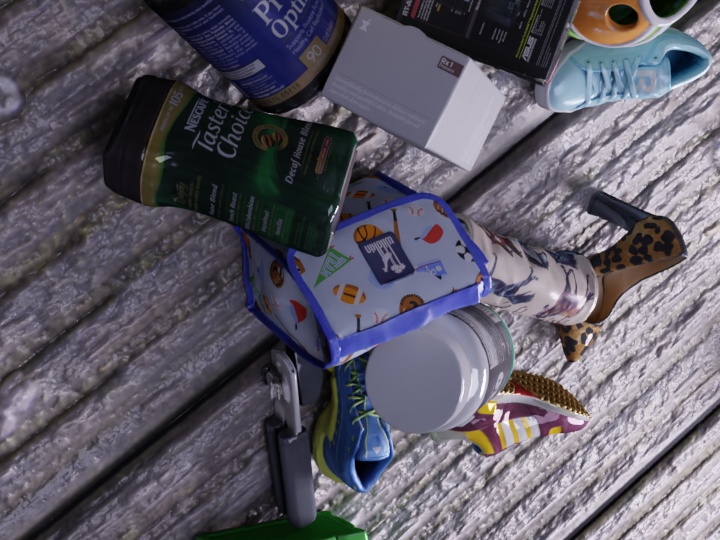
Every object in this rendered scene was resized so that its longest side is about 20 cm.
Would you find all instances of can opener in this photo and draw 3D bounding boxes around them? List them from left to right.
[{"bbox_3d":[-0.063,0.165,1.165,0.066,0.053,0.202,-13,117,-26],"label":"can opener"}]

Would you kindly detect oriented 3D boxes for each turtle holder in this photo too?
[{"bbox_3d":[0.272,-0.292,1.105,0.184,0.132,0.142,-22,120,-20],"label":"turtle holder"}]

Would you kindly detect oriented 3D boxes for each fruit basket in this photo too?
[{"bbox_3d":[-0.083,0.366,1.195,0.213,0.155,0.219,-2,94,-29],"label":"fruit basket"}]

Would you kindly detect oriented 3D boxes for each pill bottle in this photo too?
[{"bbox_3d":[-0.106,-0.228,0.931,0.112,0.112,0.200,-51,127,-2],"label":"pill bottle"},{"bbox_3d":[0.078,0.092,1.122,0.114,0.112,0.200,-69,164,11],"label":"pill bottle"}]

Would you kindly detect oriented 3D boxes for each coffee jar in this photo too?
[{"bbox_3d":[-0.107,-0.088,0.951,0.198,0.105,0.086,16,147,-1],"label":"coffee jar"}]

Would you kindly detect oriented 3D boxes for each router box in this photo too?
[{"bbox_3d":[0.132,-0.283,1.027,0.148,0.062,0.202,22,102,10],"label":"router box"}]

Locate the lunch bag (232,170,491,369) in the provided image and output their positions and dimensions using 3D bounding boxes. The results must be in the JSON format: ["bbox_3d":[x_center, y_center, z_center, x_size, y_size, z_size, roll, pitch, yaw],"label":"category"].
[{"bbox_3d":[0.000,0.000,1.039,0.168,0.200,0.125,-21,120,-20],"label":"lunch bag"}]

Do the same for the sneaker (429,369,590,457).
[{"bbox_3d":[0.165,0.165,1.295,0.198,0.075,0.091,15,111,-28],"label":"sneaker"}]

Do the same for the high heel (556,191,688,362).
[{"bbox_3d":[0.280,0.028,1.251,0.071,0.142,0.202,1,110,-30],"label":"high heel"}]

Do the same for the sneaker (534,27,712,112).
[{"bbox_3d":[0.274,-0.206,1.183,0.198,0.082,0.075,-23,120,-20],"label":"sneaker"}]

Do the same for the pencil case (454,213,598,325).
[{"bbox_3d":[0.154,-0.002,1.206,0.198,0.090,0.078,16,129,-34],"label":"pencil case"}]

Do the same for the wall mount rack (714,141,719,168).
[{"bbox_3d":[0.457,-0.190,1.302,0.172,0.074,0.202,7,106,-32],"label":"wall mount rack"}]

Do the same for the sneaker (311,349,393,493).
[{"bbox_3d":[0.009,0.131,1.160,0.075,0.105,0.202,-3,113,-29],"label":"sneaker"}]

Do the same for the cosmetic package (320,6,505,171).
[{"bbox_3d":[0.052,-0.152,1.002,0.091,0.106,0.200,-64,164,9],"label":"cosmetic package"}]
